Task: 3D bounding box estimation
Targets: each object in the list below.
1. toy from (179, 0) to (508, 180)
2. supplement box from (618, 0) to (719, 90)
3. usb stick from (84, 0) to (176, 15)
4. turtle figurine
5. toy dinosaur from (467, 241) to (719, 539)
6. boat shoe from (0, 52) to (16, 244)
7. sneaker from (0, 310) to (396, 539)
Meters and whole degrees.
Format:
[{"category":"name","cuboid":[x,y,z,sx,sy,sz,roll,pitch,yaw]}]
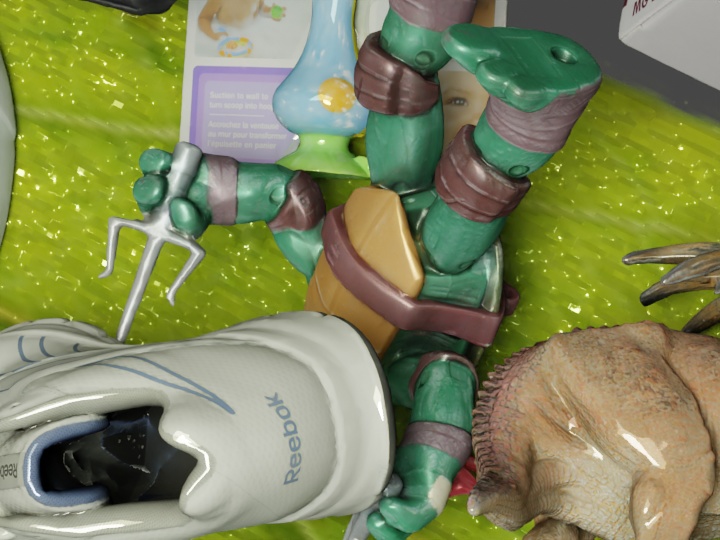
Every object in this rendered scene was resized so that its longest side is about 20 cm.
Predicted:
[{"category":"toy","cuboid":[-0.010,-0.126,0.946,0.115,0.047,0.201,3,94,25]},{"category":"supplement box","cuboid":[0.135,-0.156,0.831,0.061,0.109,0.201,23,58,-21]},{"category":"usb stick","cuboid":[-0.132,-0.127,0.985,0.200,0.033,0.056,17,95,33]},{"category":"turtle figurine","cuboid":[0.000,0.000,0.902,0.150,0.101,0.200,39,123,27]},{"category":"toy dinosaur","cuboid":[0.089,0.041,0.859,0.086,0.199,0.136,-33,63,52]},{"category":"boat shoe","cuboid":[-0.154,-0.010,0.980,0.068,0.057,0.201,-4,79,15]},{"category":"sneaker","cuboid":[-0.088,0.050,0.864,0.200,0.087,0.075,-13,89,38]}]
